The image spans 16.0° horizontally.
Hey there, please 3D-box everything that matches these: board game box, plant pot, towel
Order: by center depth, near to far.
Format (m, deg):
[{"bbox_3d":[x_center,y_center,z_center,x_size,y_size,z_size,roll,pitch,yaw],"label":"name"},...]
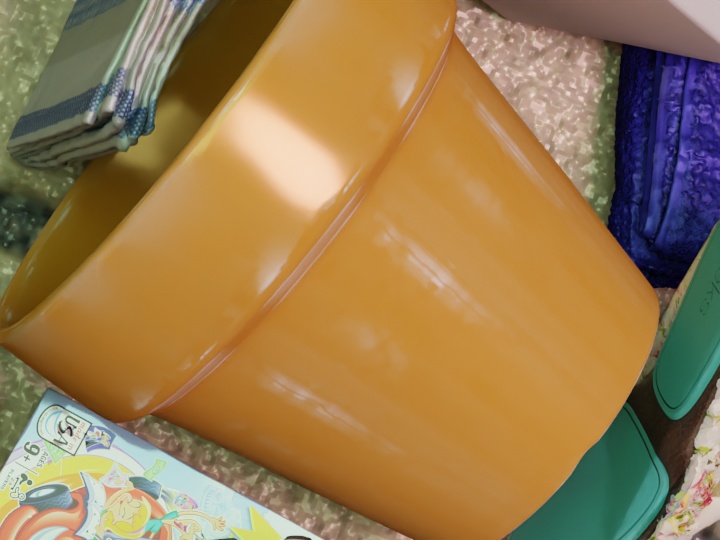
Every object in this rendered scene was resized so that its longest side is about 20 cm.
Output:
[{"bbox_3d":[0.000,0.000,0.924,0.183,0.200,0.200,39,80,-13],"label":"plant pot"},{"bbox_3d":[-0.107,0.164,0.955,0.134,0.034,0.201,28,80,1],"label":"board game box"},{"bbox_3d":[-0.068,-0.129,0.957,0.024,0.147,0.201,28,77,-18],"label":"towel"},{"bbox_3d":[0.175,-0.087,1.009,0.147,0.050,0.201,7,80,-1],"label":"towel"}]

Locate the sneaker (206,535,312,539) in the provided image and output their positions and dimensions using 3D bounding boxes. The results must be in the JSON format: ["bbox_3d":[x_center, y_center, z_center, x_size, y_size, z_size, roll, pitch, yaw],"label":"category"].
[{"bbox_3d":[-0.112,0.144,0.903,0.199,0.074,0.089,-3,78,-4],"label":"sneaker"}]

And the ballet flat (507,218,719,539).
[{"bbox_3d":[0.126,0.056,0.938,0.064,0.200,0.076,14,35,-28],"label":"ballet flat"}]

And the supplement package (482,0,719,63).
[{"bbox_3d":[0.070,-0.169,0.918,0.119,0.200,0.122,15,82,37],"label":"supplement package"}]
